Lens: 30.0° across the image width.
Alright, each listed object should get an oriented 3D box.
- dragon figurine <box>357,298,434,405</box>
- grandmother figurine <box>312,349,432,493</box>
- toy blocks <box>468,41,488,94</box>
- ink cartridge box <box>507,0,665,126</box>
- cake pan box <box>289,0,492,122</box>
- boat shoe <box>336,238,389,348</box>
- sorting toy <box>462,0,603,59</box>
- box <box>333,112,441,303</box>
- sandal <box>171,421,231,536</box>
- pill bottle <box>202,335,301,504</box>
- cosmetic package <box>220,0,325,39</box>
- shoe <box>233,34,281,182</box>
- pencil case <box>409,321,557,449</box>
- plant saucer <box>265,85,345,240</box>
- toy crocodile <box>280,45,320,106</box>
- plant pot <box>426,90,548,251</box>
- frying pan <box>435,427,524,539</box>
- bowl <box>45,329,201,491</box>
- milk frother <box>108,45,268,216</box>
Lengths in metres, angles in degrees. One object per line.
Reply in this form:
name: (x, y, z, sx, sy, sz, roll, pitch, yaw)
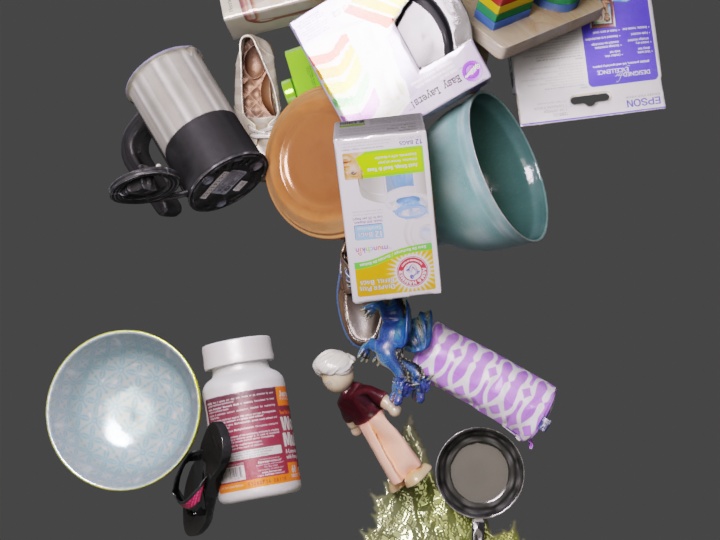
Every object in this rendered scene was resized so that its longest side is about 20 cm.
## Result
dragon figurine: (0.053, 0.071, 1.681, 0.099, 0.059, 0.202, -1, 75, 41)
grandmother figurine: (0.010, 0.185, 1.703, 0.201, 0.121, 0.060, 54, 45, -3)
toy blocks: (0.091, -0.281, 1.763, 0.198, 0.100, 0.138, 15, 125, 4)
ink cartridge box: (0.294, -0.293, 1.786, 0.196, 0.043, 0.202, -6, 79, 3)
cake pan box: (0.041, -0.269, 1.643, 0.199, 0.052, 0.186, -27, 93, 6)
boat shoe: (0.000, 0.000, 1.752, 0.071, 0.072, 0.202, -3, 82, 4)
sorting toy: (0.183, -0.377, 1.708, 0.198, 0.070, 0.200, -27, 57, -35)
box: (0.033, -0.075, 1.600, 0.111, 0.101, 0.202, -6, 108, 2)
sandal: (-0.207, 0.261, 1.686, 0.045, 0.201, 0.075, -6, 49, -27)
pill bottle: (-0.143, 0.190, 1.717, 0.108, 0.110, 0.202, -10, 82, 3)
cosmetic package: (-0.093, -0.392, 1.807, 0.198, 0.087, 0.104, -15, 81, 2)
shoe: (-0.140, -0.219, 1.803, 0.069, 0.053, 0.202, -7, 81, 3)
pencil case: (0.156, 0.144, 1.720, 0.199, 0.084, 0.086, 30, 107, 9)
plant saucer: (-0.041, -0.140, 1.724, 0.198, 0.037, 0.203, -1, 88, 26)
toy crocodile: (-0.055, -0.209, 1.798, 0.067, 0.062, 0.202, -22, 76, 1)
plant pot: (0.134, -0.109, 1.713, 0.133, 0.200, 0.202, -22, 80, 27)
frying pan: (0.165, 0.295, 1.719, 0.114, 0.031, 0.192, -20, 84, 1)
bowl: (-0.293, 0.182, 1.731, 0.198, 0.108, 0.203, -1, 81, 5)
milk frother: (-0.251, -0.175, 1.722, 0.180, 0.200, 0.189, -36, 69, 8)
